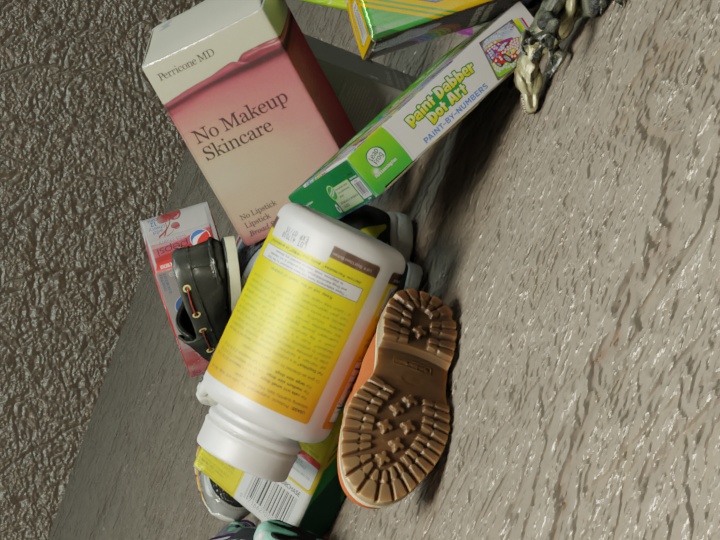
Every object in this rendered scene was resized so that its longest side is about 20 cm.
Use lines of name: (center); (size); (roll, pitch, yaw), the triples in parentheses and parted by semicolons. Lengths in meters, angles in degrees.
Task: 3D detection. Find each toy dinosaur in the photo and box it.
toy dinosaur: (0.156, -0.195, 1.313); (0.201, 0.047, 0.088); (-58, 9, 26)

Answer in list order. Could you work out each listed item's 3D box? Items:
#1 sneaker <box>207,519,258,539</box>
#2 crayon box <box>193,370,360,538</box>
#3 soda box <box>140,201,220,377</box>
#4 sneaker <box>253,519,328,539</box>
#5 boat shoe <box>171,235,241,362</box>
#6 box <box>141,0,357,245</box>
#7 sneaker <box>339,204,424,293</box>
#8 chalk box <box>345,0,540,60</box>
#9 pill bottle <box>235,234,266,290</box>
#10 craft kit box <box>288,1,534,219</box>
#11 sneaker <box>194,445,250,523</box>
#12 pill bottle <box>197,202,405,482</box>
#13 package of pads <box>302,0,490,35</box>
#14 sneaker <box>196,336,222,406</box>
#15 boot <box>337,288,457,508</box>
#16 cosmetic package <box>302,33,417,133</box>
sneaker: (-0.115, 0.253, 1.649); (0.200, 0.074, 0.088); (-50, 16, 56)
crayon box: (-0.046, 0.107, 1.487); (0.127, 0.051, 0.201); (34, 106, 35)
soda box: (-0.155, 0.021, 1.725); (0.200, 0.070, 0.064); (80, 172, -57)
sneaker: (-0.064, 0.279, 1.363); (0.200, 0.077, 0.141); (-121, 55, -75)
boat shoe: (-0.138, 0.039, 1.635); (0.202, 0.063, 0.074); (90, 169, -57)
box: (-0.095, -0.147, 1.644); (0.127, 0.201, 0.109); (-25, 25, 12)
sneaker: (0.000, 0.000, 1.547); (0.200, 0.084, 0.075); (-97, 31, -66)
chalk box: (0.080, -0.262, 1.435); (0.124, 0.199, 0.125); (157, 94, -86)
pill bottle: (-0.057, 0.014, 1.685); (0.200, 0.119, 0.120); (-116, 49, -74)
craft kit box: (0.044, -0.123, 1.478); (0.197, 0.049, 0.200); (-40, 5, -17)
sneaker: (-0.103, 0.150, 1.760); (0.077, 0.078, 0.201); (-35, 34, 60)
pill bottle: (-0.051, 0.057, 1.392); (0.201, 0.109, 0.109); (-65, 12, 3)
package of pads: (0.026, -0.256, 1.577); (0.155, 0.198, 0.069); (-109, 31, -79)
sneaker: (-0.085, 0.103, 1.603); (0.076, 0.081, 0.200); (-63, -17, -1)
boot: (0.018, 0.117, 1.323); (0.201, 0.075, 0.108); (-70, 6, -50)
cosmetic package: (-0.042, -0.176, 1.755); (0.107, 0.199, 0.091); (-105, 39, -70)
